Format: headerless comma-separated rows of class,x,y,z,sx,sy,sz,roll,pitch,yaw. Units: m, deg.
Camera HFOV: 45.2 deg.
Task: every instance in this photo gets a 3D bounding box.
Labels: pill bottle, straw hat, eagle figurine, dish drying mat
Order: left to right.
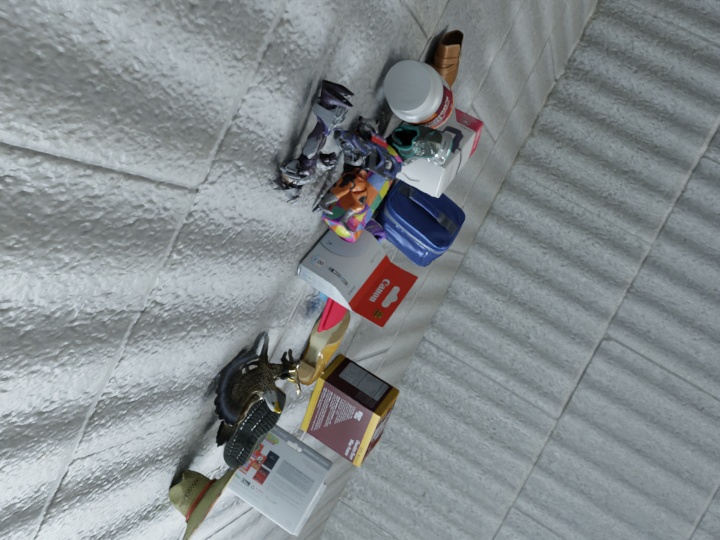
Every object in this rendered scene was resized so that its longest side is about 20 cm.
straw hat,-0.311,0.420,1.616,0.203,0.084,0.201,-54,178,-3
eagle figurine,-0.200,0.223,1.621,0.197,0.150,0.155,-23,107,-20
dish drying mat,-0.042,0.059,1.832,0.076,0.018,0.202,-29,154,-35
pill bottle,0.110,-0.332,1.636,0.111,0.108,0.200,-63,167,10

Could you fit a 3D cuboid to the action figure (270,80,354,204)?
action figure,-0.073,-0.186,1.334,0.203,0.068,0.130,-64,176,26

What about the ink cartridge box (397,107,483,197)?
ink cartridge box,0.156,-0.269,1.858,0.201,0.143,0.085,-50,162,-40

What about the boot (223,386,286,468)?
boot,-0.209,0.312,1.837,0.201,0.077,0.138,-52,174,16

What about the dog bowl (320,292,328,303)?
dog bowl,-0.024,0.001,1.934,0.201,0.049,0.112,-54,165,-31

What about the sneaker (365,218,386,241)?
sneaker,-0.014,-0.028,1.838,0.201,0.082,0.081,-53,164,-21

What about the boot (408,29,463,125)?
boot,0.155,-0.392,1.777,0.157,0.072,0.202,107,5,-45

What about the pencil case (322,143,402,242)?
pencil case,0.005,-0.154,1.664,0.202,0.087,0.089,-57,166,-16

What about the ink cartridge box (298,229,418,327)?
ink cartridge box,0.000,0.000,1.693,0.161,0.197,0.048,-50,164,-38

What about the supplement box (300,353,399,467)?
supplement box,-0.029,0.380,2.355,0.133,0.197,0.200,-41,156,-54

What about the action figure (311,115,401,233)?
action figure,-0.023,-0.188,1.538,0.199,0.103,0.197,32,79,-50

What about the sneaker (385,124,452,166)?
sneaker,0.089,-0.252,1.668,0.090,0.198,0.080,20,82,-33

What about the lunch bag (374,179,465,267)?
lunch bag,0.132,-0.126,1.973,0.137,0.199,0.132,-54,-176,-30

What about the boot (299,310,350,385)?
boot,-0.087,0.178,2.040,0.203,0.070,0.144,-57,172,-7

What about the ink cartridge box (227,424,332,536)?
ink cartridge box,-0.179,0.462,1.944,0.177,0.198,0.084,-56,167,-14
